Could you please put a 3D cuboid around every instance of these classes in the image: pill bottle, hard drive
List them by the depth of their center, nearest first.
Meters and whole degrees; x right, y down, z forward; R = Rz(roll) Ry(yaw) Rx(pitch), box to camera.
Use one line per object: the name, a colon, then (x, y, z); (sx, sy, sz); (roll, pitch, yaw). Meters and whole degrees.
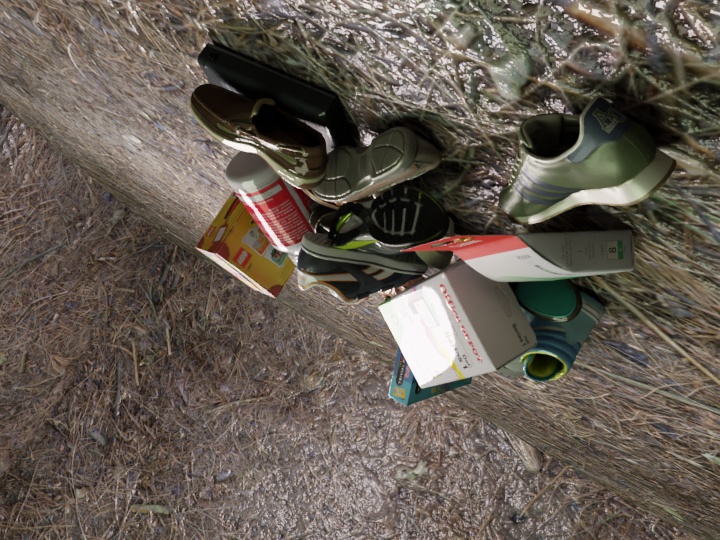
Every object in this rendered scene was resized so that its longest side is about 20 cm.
hard drive: (-0.104, -0.210, 0.850); (0.200, 0.033, 0.140); (28, 167, 20)
pill bottle: (-0.117, -0.103, 1.032); (0.112, 0.112, 0.200); (19, 149, 46)

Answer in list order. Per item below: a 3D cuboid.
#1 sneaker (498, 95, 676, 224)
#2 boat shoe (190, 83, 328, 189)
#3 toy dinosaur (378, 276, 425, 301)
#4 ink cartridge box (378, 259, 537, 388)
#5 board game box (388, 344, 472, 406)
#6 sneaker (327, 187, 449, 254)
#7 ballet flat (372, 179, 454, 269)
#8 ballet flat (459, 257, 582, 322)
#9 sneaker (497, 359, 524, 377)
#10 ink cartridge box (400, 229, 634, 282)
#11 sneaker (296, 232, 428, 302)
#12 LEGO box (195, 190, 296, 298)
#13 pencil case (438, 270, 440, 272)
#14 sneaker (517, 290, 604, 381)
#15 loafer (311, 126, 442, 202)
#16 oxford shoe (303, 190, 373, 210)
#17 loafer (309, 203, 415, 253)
sneaker: (0.167, -0.098, 0.563); (0.090, 0.067, 0.200); (43, 166, -14)
boat shoe: (-0.121, -0.183, 0.794); (0.202, 0.075, 0.075); (31, 145, 9)
toy dinosaur: (0.049, -0.002, 1.197); (0.200, 0.086, 0.136); (34, 169, 14)
ink cartridge box: (0.129, 0.073, 0.913); (0.145, 0.084, 0.200); (62, 151, 3)
board game box: (0.144, 0.149, 1.186); (0.047, 0.152, 0.200); (22, -161, 40)
sneaker: (0.045, -0.056, 0.813); (0.081, 0.074, 0.200); (15, 173, -35)
ballet flat: (0.088, -0.066, 0.890); (0.069, 0.070, 0.200); (17, 161, 51)
ballet flat: (0.224, 0.016, 0.883); (0.068, 0.068, 0.200); (30, -176, -46)
sneaker: (0.236, 0.116, 1.043); (0.199, 0.077, 0.081); (12, 137, -29)
ink cartridge box: (0.162, -0.011, 0.707); (0.199, 0.050, 0.161); (-4, 177, -15)
sneaker: (0.000, 0.000, 0.922); (0.199, 0.080, 0.078); (8, -160, -28)
LEGO box: (-0.163, -0.077, 1.132); (0.149, 0.200, 0.077); (41, 165, -36)
pencil case: (0.194, 0.069, 1.110); (0.083, 0.091, 0.200); (-17, 142, 27)
sneaker: (0.254, 0.094, 0.940); (0.079, 0.131, 0.200); (32, 170, -6)
loafer: (0.014, -0.118, 0.788); (0.063, 0.072, 0.200); (11, 168, -35)
oxford shoe: (-0.013, -0.122, 0.943); (0.200, 0.071, 0.071); (30, 144, -3)
loafer: (0.018, -0.050, 0.992); (0.199, 0.072, 0.073); (16, 132, -13)
